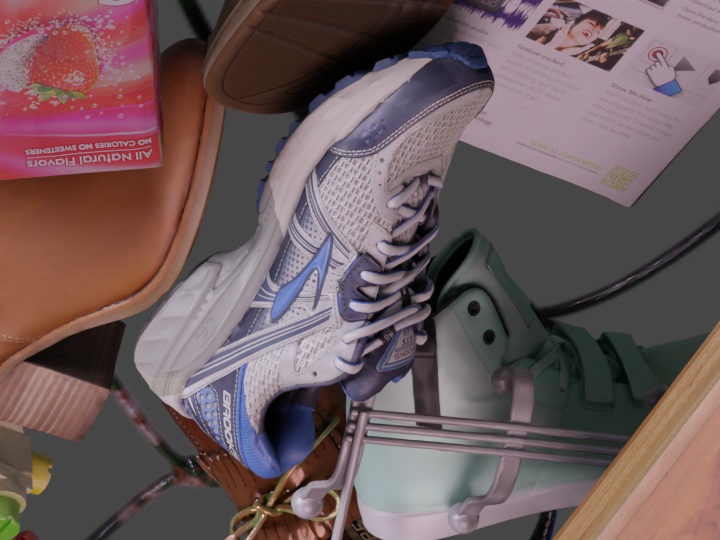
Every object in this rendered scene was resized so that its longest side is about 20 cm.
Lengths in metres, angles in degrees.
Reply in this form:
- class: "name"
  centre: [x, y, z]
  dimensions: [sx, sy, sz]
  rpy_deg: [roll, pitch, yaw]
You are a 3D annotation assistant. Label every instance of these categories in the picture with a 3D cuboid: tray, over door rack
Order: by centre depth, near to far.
- class: "tray"
  centre: [0.141, 0.096, 1.059]
  dimensions: [0.098, 0.037, 0.200]
  rpy_deg: [27, 114, -16]
- class: "over door rack"
  centre: [0.044, 0.134, 1.130]
  dimensions: [0.147, 0.067, 0.201]
  rpy_deg: [7, 99, -14]

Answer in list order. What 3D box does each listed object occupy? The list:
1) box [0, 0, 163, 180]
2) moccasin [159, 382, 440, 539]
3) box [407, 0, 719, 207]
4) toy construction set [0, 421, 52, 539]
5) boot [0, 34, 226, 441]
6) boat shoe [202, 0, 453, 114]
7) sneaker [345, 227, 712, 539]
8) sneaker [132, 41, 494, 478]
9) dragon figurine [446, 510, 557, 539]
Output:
- class: "box"
  centre: [-0.172, -0.094, 0.982]
  dimensions: [0.199, 0.095, 0.103]
  rpy_deg: [-4, 138, -3]
- class: "moccasin"
  centre: [-0.028, 0.097, 1.215]
  dimensions: [0.073, 0.078, 0.202]
  rpy_deg: [-14, 137, 17]
- class: "box"
  centre: [0.098, -0.118, 1.037]
  dimensions: [0.144, 0.036, 0.200]
  rpy_deg: [20, 132, -26]
- class: "toy construction set"
  centre: [-0.157, 0.123, 1.225]
  dimensions: [0.131, 0.092, 0.200]
  rpy_deg: [-26, 123, 19]
- class: "boot"
  centre: [-0.146, -0.031, 1.081]
  dimensions: [0.155, 0.077, 0.200]
  rpy_deg: [22, 128, -13]
- class: "boat shoe"
  centre: [0.005, -0.136, 0.986]
  dimensions: [0.072, 0.065, 0.200]
  rpy_deg: [10, 135, -35]
- class: "sneaker"
  centre: [0.088, 0.034, 1.171]
  dimensions: [0.199, 0.074, 0.119]
  rpy_deg: [-16, 116, -11]
- class: "sneaker"
  centre: [0.000, 0.000, 1.041]
  dimensions: [0.077, 0.085, 0.200]
  rpy_deg: [-13, 148, -50]
- class: "dragon figurine"
  centre: [0.045, 0.183, 1.292]
  dimensions: [0.059, 0.100, 0.200]
  rpy_deg: [31, 130, -13]
